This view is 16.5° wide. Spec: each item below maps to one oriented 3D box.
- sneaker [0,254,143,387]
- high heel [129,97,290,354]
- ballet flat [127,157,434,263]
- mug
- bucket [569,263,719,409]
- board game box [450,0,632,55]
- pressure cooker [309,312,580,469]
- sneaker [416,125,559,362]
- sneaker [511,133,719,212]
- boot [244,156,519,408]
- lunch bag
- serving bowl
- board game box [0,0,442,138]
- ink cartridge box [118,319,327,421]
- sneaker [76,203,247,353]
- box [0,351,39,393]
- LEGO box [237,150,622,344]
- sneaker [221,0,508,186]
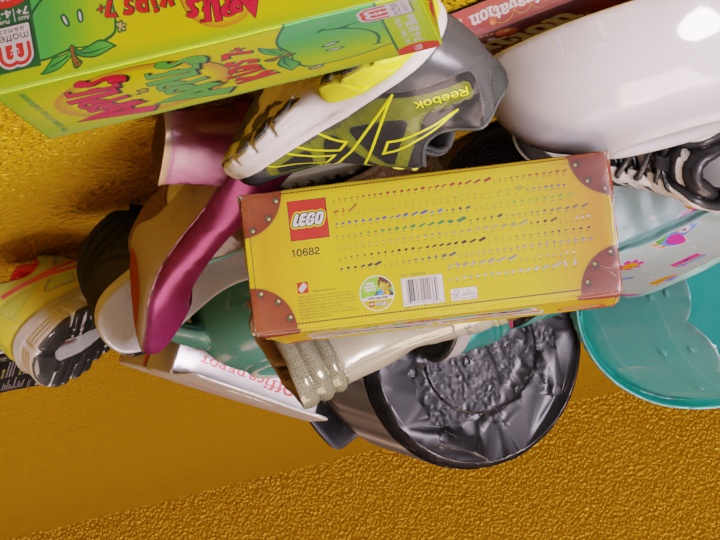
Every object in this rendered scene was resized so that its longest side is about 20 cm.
[{"bbox_3d":[-0.195,0.016,1.723,0.090,0.079,0.200,26,-161,20],"label":"sneaker"},{"bbox_3d":[-0.082,-0.023,1.455,0.095,0.068,0.201,-1,133,-15],"label":"high heel"},{"bbox_3d":[-0.054,-0.056,1.494,0.198,0.068,0.072,-14,150,8],"label":"ballet flat"},{"bbox_3d":[-0.058,0.012,1.694,0.184,0.115,0.152,-15,170,16],"label":"mug"},{"bbox_3d":[0.251,0.000,1.777,0.206,0.209,0.134,-4,174,-37],"label":"bucket"},{"bbox_3d":[0.064,-0.122,1.363,0.199,0.020,0.103,-18,168,32],"label":"board game box"},{"bbox_3d":[0.054,0.051,1.849,0.174,0.180,0.200,2,-178,-21],"label":"pressure cooker"},{"bbox_3d":[0.112,-0.027,1.683,0.120,0.084,0.201,-17,146,-36],"label":"sneaker"},{"bbox_3d":[0.182,-0.076,1.445,0.198,0.076,0.088,5,-160,13],"label":"sneaker"},{"bbox_3d":[0.000,0.000,1.525,0.154,0.072,0.200,-26,-148,-2],"label":"boot"},{"bbox_3d":[0.227,-0.069,1.575,0.199,0.123,0.170,-22,167,10],"label":"lunch bag"},{"bbox_3d":[0.164,-0.103,1.339,0.198,0.066,0.200,-14,176,-1],"label":"serving bowl"},{"bbox_3d":[-0.068,-0.115,1.156,0.198,0.048,0.102,-13,171,6],"label":"board game box"},{"bbox_3d":[-0.093,0.059,1.821,0.116,0.068,0.200,19,175,-19],"label":"ink cartridge box"},{"bbox_3d":[-0.099,-0.029,1.594,0.199,0.071,0.099,-33,-148,-13],"label":"sneaker"},{"bbox_3d":[-0.309,0.065,1.905,0.159,0.044,0.200,-10,170,-12],"label":"box"},{"bbox_3d":[0.042,-0.010,1.364,0.198,0.078,0.149,-7,177,4],"label":"LEGO box"},{"bbox_3d":[-0.001,-0.076,1.285,0.084,0.075,0.200,36,150,-18],"label":"sneaker"}]
